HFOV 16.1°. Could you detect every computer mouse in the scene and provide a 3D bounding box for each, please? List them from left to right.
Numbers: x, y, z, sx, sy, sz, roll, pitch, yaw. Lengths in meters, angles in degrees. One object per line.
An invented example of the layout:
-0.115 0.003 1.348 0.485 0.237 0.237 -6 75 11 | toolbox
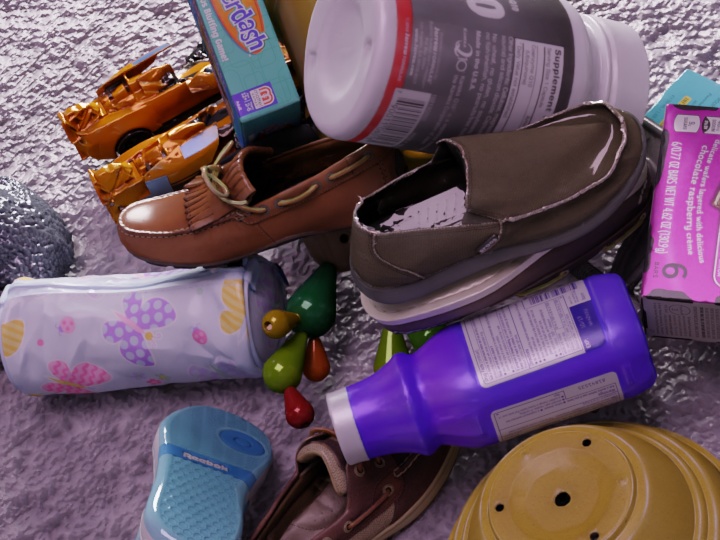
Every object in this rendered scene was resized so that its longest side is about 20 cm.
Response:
-0.093 -0.054 1.773 0.058 0.034 0.200 -18 -5 -39 | computer mouse

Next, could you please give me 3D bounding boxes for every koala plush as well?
-0.317 -0.034 1.797 0.183 0.200 0.178 -26 48 3 | koala plush

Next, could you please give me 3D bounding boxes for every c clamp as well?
0.144 -0.031 1.671 0.171 0.027 0.200 -58 38 15 | c clamp

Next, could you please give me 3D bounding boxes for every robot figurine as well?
-0.116 -0.124 1.871 0.199 0.058 0.145 -31 51 -1 | robot figurine

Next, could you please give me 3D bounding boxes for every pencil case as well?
-0.149 0.037 1.741 0.199 0.091 0.084 -7 52 20 | pencil case

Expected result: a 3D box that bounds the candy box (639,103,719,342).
0.277 -0.023 1.546 0.199 0.061 0.137 5 65 12 | candy box

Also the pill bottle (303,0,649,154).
0.075 -0.126 1.612 0.199 0.114 0.114 7 43 -26 | pill bottle

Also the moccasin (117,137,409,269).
-0.068 -0.052 1.666 0.200 0.078 0.074 -9 35 22 | moccasin

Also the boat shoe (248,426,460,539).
-0.009 0.134 1.615 0.200 0.072 0.072 -46 50 -14 | boat shoe

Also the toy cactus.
0.000 0.000 1.691 0.200 0.102 0.165 -41 56 0 | toy cactus

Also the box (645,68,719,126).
0.266 -0.053 1.653 0.200 0.049 0.082 32 72 38 | box

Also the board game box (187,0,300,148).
-0.085 -0.161 1.729 0.045 0.200 0.153 -20 86 -3 | board game box

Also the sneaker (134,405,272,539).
-0.118 0.176 1.632 0.079 0.131 0.200 22 23 0 | sneaker

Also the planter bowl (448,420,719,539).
0.131 0.156 1.530 0.199 0.084 0.201 -12 51 15 | planter bowl

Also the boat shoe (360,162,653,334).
0.095 -0.013 1.594 0.199 0.060 0.072 -32 52 -4 | boat shoe

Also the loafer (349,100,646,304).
0.081 -0.047 1.540 0.199 0.070 0.075 -28 52 -1 | loafer

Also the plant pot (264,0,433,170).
0.031 -0.161 1.759 0.200 0.201 0.190 -13 66 14 | plant pot

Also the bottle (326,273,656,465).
0.079 0.067 1.569 0.199 0.066 0.084 -20 35 3 | bottle
